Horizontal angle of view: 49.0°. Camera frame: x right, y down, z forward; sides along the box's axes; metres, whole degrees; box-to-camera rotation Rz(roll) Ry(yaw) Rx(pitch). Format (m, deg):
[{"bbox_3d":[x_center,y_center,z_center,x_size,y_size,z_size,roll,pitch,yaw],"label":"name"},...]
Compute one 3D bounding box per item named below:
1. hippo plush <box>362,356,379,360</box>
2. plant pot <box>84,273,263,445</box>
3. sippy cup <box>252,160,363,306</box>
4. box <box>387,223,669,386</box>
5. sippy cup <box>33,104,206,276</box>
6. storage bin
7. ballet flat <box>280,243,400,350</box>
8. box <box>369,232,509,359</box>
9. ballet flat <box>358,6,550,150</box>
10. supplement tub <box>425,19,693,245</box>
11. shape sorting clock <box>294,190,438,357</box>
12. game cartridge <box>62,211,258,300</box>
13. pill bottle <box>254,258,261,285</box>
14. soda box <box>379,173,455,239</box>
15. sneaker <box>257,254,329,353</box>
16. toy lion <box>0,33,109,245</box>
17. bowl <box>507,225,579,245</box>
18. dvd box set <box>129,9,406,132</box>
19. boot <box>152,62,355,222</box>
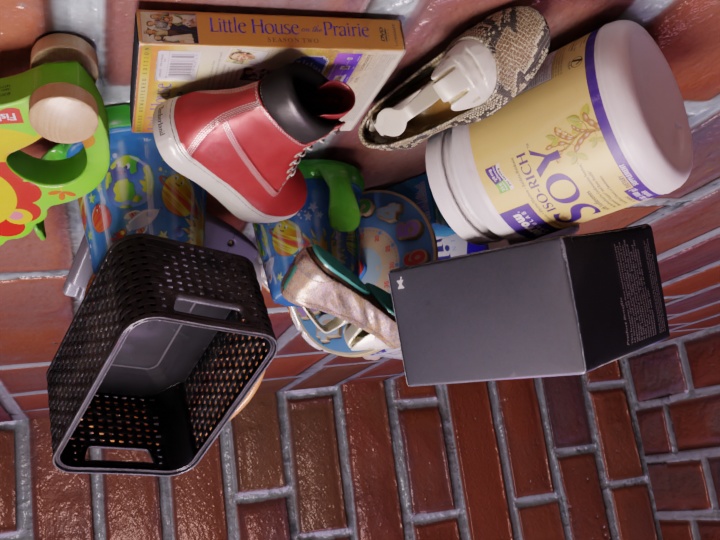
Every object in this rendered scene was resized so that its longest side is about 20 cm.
[{"bbox_3d":[0.066,0.049,1.232,0.158,0.163,0.200,-10,165,12],"label":"hippo plush"},{"bbox_3d":[-0.213,0.066,0.834,0.197,0.141,0.203,-16,132,-19],"label":"plant pot"},{"bbox_3d":[-0.056,-0.034,0.865,0.137,0.133,0.178,-11,165,8],"label":"sippy cup"},{"bbox_3d":[0.166,0.035,0.781,0.198,0.126,0.196,-12,176,42],"label":"box"},{"bbox_3d":[-0.195,-0.060,0.713,0.175,0.133,0.139,-16,165,25],"label":"sippy cup"},{"bbox_3d":[-0.176,0.079,0.681,0.133,0.095,0.201,13,127,-36],"label":"storage bin"},{"bbox_3d":[-0.006,0.041,0.796,0.067,0.068,0.199,-48,129,10],"label":"ballet flat"},{"bbox_3d":[0.101,0.006,1.034,0.197,0.188,0.104,-18,162,32],"label":"box"},{"bbox_3d":[0.066,-0.144,0.649,0.075,0.069,0.199,-30,-176,-39],"label":"ballet flat"},{"bbox_3d":[0.170,-0.111,0.696,0.198,0.148,0.144,-21,161,40],"label":"supplement tub"},{"bbox_3d":[0.000,0.000,0.922,0.197,0.204,0.039,-17,153,32],"label":"shape sorting clock"},{"bbox_3d":[-0.220,-0.011,0.900,0.198,0.135,0.041,17,-166,-38],"label":"game cartridge"},{"bbox_3d":[-0.233,0.017,1.012,0.197,0.122,0.119,2,163,-33],"label":"pill bottle"},{"bbox_3d":[0.023,-0.055,0.996,0.197,0.065,0.067,-17,163,33],"label":"soda box"},{"bbox_3d":[-0.060,0.035,1.113,0.091,0.076,0.201,-26,118,31],"label":"sneaker"},{"bbox_3d":[-0.290,-0.082,0.603,0.196,0.070,0.193,-6,149,-12],"label":"toy lion"},{"bbox_3d":[0.193,-0.089,0.873,0.196,0.110,0.200,-8,166,-2],"label":"bowl"},{"bbox_3d":[-0.080,-0.151,0.626,0.196,0.030,0.146,-5,166,-19],"label":"dvd box set"},{"bbox_3d":[-0.054,-0.099,0.646,0.142,0.074,0.200,-13,164,18],"label":"boot"}]
